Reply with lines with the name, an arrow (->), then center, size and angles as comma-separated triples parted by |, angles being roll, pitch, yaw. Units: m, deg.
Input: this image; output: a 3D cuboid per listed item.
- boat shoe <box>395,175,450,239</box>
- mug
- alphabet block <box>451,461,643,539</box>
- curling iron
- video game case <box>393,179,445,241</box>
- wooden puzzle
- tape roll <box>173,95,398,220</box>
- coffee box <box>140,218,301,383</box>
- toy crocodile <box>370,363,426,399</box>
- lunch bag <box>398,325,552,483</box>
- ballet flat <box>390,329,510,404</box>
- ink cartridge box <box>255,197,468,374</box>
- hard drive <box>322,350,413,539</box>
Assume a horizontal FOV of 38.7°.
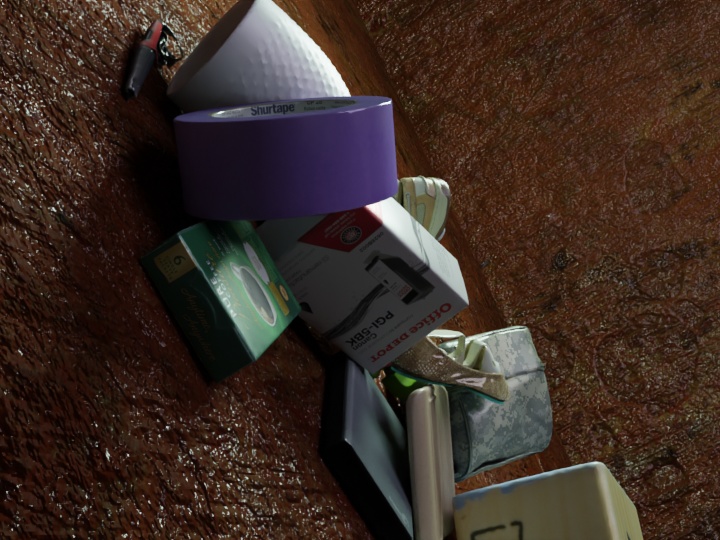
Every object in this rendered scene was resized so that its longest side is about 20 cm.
boat shoe -> 0.049, -0.018, 1.254 | 0.072, 0.076, 0.202 | 31, -66, 60
mug -> -0.105, -0.163, 1.081 | 0.175, 0.147, 0.201 | 41, 62, -22
alphabet block -> 0.233, 0.363, 1.191 | 0.196, 0.194, 0.201 | 45, 33, -50
curling iron -> -0.211, -0.213, 1.039 | 0.050, 0.025, 0.200 | 55, 14, -22
video game case -> -0.008, -0.109, 1.338 | 0.181, 0.023, 0.200 | 8, -28, 51
wooden puzzle -> 0.076, 0.224, 1.163 | 0.200, 0.037, 0.187 | 17, 68, -78
tape roll -> -0.066, -0.106, 0.932 | 0.200, 0.198, 0.086 | -66, 152, -75
coffee box -> -0.116, 0.014, 0.902 | 0.124, 0.044, 0.200 | 59, 11, -6
toy crocodile -> 0.012, 0.065, 1.236 | 0.201, 0.067, 0.062 | 63, -33, 4
lunch bag -> 0.155, 0.181, 1.356 | 0.199, 0.139, 0.169 | -7, 69, -42
ballet flat -> 0.119, 0.109, 1.206 | 0.199, 0.066, 0.070 | 19, 6, -43
ink cartridge box -> 0.000, 0.000, 1.103 | 0.200, 0.146, 0.083 | 40, 22, -32
hard drive -> 0.009, 0.185, 1.091 | 0.140, 0.033, 0.200 | 59, 12, -19
